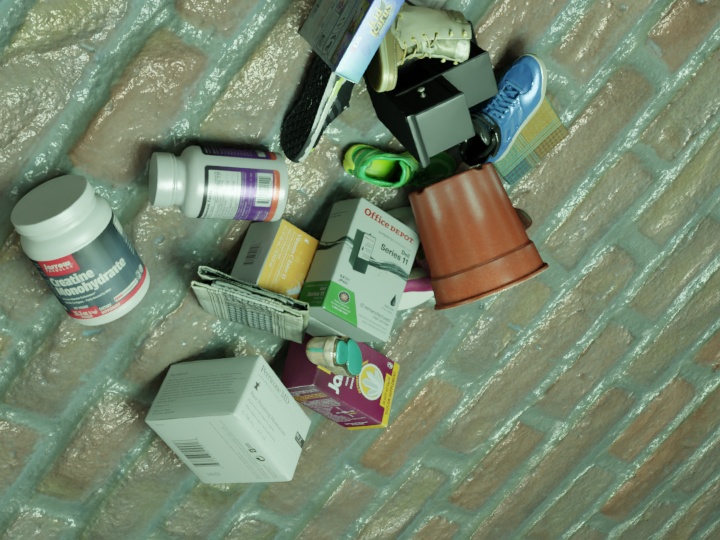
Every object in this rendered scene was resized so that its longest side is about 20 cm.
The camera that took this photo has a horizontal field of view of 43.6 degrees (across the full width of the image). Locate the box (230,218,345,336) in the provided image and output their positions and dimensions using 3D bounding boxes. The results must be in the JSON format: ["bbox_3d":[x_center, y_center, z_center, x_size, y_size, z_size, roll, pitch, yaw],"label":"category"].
[{"bbox_3d":[-0.105,0.016,1.515,0.200,0.097,0.125,31,68,-34],"label":"box"}]

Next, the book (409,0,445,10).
[{"bbox_3d":[0.117,-0.498,1.346,0.133,0.048,0.200,24,111,-33],"label":"book"}]

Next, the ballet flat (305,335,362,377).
[{"bbox_3d":[-0.047,0.140,1.516,0.067,0.068,0.200,1,165,13],"label":"ballet flat"}]

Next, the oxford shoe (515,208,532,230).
[{"bbox_3d":[0.230,-0.057,1.649,0.200,0.070,0.075,-22,150,-29],"label":"oxford shoe"}]

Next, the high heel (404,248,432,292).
[{"bbox_3d":[0.064,0.037,1.605,0.200,0.067,0.096,-31,127,-9],"label":"high heel"}]

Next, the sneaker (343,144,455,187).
[{"bbox_3d":[0.071,-0.165,1.511,0.200,0.084,0.074,-1,121,-23],"label":"sneaker"}]

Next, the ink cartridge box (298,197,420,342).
[{"bbox_3d":[0.000,0.000,1.482,0.146,0.083,0.200,30,69,-32],"label":"ink cartridge box"}]

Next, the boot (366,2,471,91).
[{"bbox_3d":[0.087,-0.328,1.319,0.154,0.200,0.072,9,140,-12],"label":"boot"}]

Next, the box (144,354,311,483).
[{"bbox_3d":[-0.228,0.264,1.577,0.200,0.131,0.199,-9,132,28],"label":"box"}]

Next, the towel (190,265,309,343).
[{"bbox_3d":[-0.178,0.064,1.468,0.192,0.035,0.200,20,160,2],"label":"towel"}]

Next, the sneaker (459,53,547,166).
[{"bbox_3d":[0.227,-0.256,1.466,0.111,0.077,0.200,-24,149,-50],"label":"sneaker"}]

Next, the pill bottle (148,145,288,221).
[{"bbox_3d":[-0.222,-0.135,1.395,0.200,0.111,0.112,2,120,-22],"label":"pill bottle"}]

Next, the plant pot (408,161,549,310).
[{"bbox_3d":[0.179,-0.062,1.476,0.200,0.201,0.196,-22,92,-8],"label":"plant pot"}]

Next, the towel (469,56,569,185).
[{"bbox_3d":[0.266,-0.258,1.573,0.147,0.022,0.200,-41,128,7],"label":"towel"}]

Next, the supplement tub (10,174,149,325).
[{"bbox_3d":[-0.421,-0.029,1.363,0.140,0.140,0.200,-26,127,-5],"label":"supplement tub"}]

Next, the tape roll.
[{"bbox_3d":[0.075,-0.019,1.634,0.202,0.037,0.203,-10,124,-15],"label":"tape roll"}]

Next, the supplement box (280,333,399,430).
[{"bbox_3d":[-0.037,0.195,1.648,0.103,0.131,0.200,-14,143,43],"label":"supplement box"}]

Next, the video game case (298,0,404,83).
[{"bbox_3d":[0.000,-0.389,1.281,0.045,0.181,0.200,21,111,-30],"label":"video game case"}]

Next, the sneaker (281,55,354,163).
[{"bbox_3d":[-0.052,-0.251,1.415,0.083,0.072,0.200,2,129,-43],"label":"sneaker"}]

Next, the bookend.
[{"bbox_3d":[0.134,-0.277,1.395,0.198,0.200,0.092,-26,127,-4],"label":"bookend"}]
